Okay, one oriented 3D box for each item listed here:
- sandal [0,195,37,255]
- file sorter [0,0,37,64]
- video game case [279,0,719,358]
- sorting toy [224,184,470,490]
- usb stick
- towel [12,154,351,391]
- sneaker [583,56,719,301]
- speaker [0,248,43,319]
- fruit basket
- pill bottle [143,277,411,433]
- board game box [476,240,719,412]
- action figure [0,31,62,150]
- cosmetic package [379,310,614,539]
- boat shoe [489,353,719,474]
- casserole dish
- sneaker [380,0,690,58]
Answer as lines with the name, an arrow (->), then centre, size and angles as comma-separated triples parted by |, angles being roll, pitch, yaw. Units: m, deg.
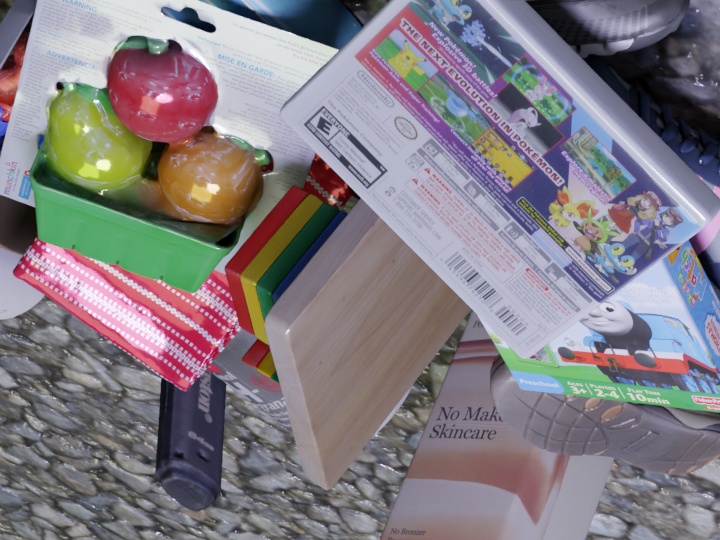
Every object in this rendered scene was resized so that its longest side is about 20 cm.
sandal -> -0.210, -0.025, 1.952 | 0.069, 0.078, 0.212 | 16, 171, 38
file sorter -> -0.281, -0.123, 1.676 | 0.124, 0.200, 0.139 | 30, 124, -8
video game case -> 0.072, -0.062, 1.535 | 0.200, 0.023, 0.182 | 45, 139, -4
sorting toy -> 0.000, 0.000, 1.736 | 0.069, 0.200, 0.199 | 29, 156, 22
usb stick -> -0.114, 0.073, 1.942 | 0.033, 0.201, 0.055 | -24, 133, 26
towel -> -0.111, -0.029, 1.810 | 0.144, 0.023, 0.200 | 36, 112, -11
sneaker -> 0.190, -0.061, 1.619 | 0.082, 0.070, 0.200 | -26, 128, 26
speaker -> -0.285, -0.013, 1.948 | 0.081, 0.082, 0.200 | 12, 179, 19
fruit basket -> -0.117, -0.090, 1.704 | 0.185, 0.094, 0.200 | 18, 127, -1
pill bottle -> -0.063, 0.028, 1.913 | 0.200, 0.111, 0.111 | 38, 149, -27
board game box -> 0.126, 0.004, 1.634 | 0.151, 0.037, 0.200 | 5, 143, 34
action figure -> -0.225, -0.106, 1.862 | 0.065, 0.052, 0.200 | 20, 159, -4
cosmetic package -> 0.099, 0.130, 1.876 | 0.103, 0.201, 0.087 | -3, 142, 37
boat shoe -> 0.156, 0.076, 1.828 | 0.200, 0.074, 0.074 | 21, 137, -40
casserole dish -> -0.085, -0.159, 1.679 | 0.121, 0.039, 0.200 | -9, 140, 46
sneaker -> 0.076, -0.169, 1.507 | 0.199, 0.067, 0.091 | 16, 154, 18
